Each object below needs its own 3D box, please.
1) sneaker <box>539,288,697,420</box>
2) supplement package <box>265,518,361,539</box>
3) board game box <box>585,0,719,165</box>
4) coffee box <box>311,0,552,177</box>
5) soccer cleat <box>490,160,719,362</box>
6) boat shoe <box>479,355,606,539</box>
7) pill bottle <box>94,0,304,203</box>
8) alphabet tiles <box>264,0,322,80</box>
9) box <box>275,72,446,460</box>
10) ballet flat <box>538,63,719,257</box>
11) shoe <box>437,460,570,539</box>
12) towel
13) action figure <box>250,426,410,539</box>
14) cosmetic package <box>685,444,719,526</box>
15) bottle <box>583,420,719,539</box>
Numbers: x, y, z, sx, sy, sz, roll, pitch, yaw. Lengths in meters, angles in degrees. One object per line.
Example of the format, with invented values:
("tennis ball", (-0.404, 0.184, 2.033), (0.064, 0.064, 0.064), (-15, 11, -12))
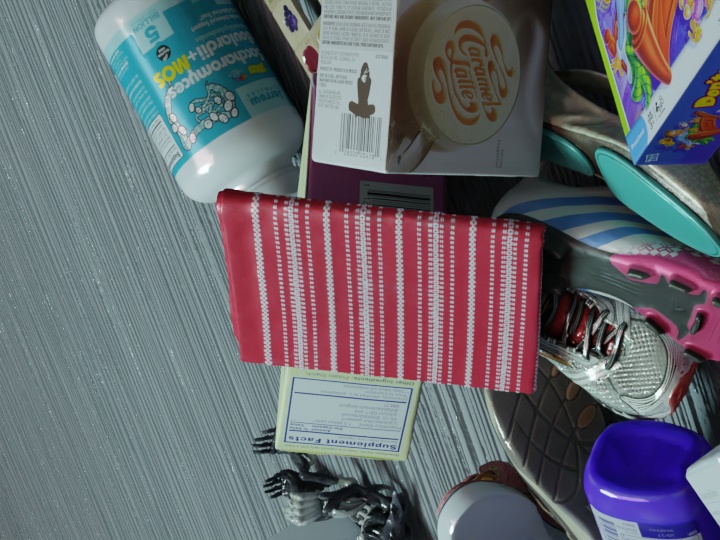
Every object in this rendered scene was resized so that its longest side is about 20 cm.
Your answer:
("sneaker", (0.126, 0.031, 1.103), (0.199, 0.082, 0.078), (34, 106, 40))
("supplement package", (-0.038, 0.356, 1.611), (0.152, 0.150, 0.201), (39, 144, 38))
("board game box", (0.175, -0.163, 0.866), (0.200, 0.044, 0.136), (115, 148, -56))
("coffee box", (0.044, -0.158, 1.001), (0.079, 0.113, 0.202), (14, 101, 54))
("soccer cleat", (0.174, -0.011, 1.038), (0.198, 0.087, 0.070), (23, 143, 18))
("boat shoe", (0.134, 0.132, 1.190), (0.201, 0.074, 0.073), (57, 160, -11))
("pill bottle", (-0.116, -0.132, 1.369), (0.201, 0.110, 0.111), (59, 152, 6))
("alphabet tiles", (-0.037, -0.238, 1.209), (0.168, 0.008, 0.200), (60, 152, 6))
("box", (0.000, 0.000, 1.210), (0.201, 0.096, 0.177), (100, 174, -48))
("ballet flat", (0.153, -0.077, 1.012), (0.199, 0.062, 0.068), (35, 169, 39))
("shoe", (0.091, 0.177, 1.249), (0.091, 0.072, 0.200), (42, -176, 38))
("towel", (0.012, 0.012, 1.064), (0.198, 0.023, 0.145), (6, 137, 9))
("action figure", (-0.023, 0.221, 1.526), (0.200, 0.101, 0.120), (36, 139, 45))
("cosmetic package", (0.270, 0.148, 0.868), (0.201, 0.122, 0.199), (56, 180, 10))
("bottle", (0.200, 0.179, 1.114), (0.083, 0.066, 0.201), (5, 139, 29))
